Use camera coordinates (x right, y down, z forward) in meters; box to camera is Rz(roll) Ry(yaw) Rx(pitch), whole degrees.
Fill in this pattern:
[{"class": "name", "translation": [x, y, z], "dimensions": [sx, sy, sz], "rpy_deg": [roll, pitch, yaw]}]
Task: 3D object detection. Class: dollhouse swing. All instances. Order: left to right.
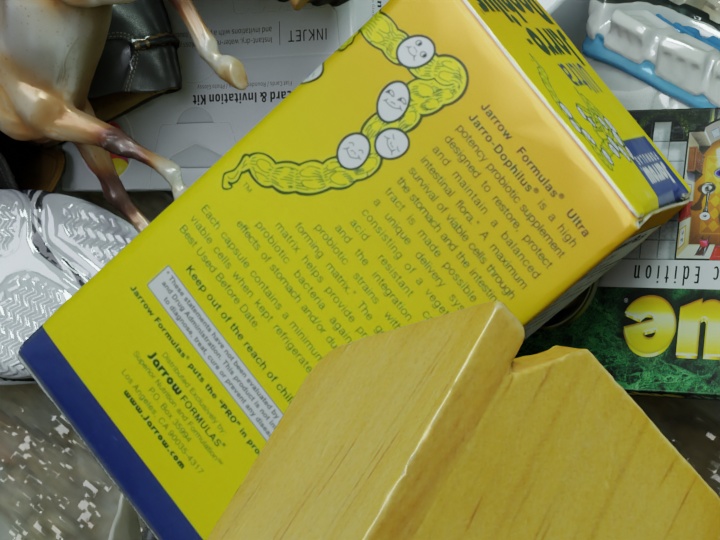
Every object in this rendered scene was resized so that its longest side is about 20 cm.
[{"class": "dollhouse swing", "translation": [0.005, 0.127, 0.714], "dimensions": [0.175, 0.200, 0.183], "rpy_deg": [5, 58, 50]}]

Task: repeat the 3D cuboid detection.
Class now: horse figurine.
[{"class": "horse figurine", "translation": [-0.098, -0.087, 0.776], "dimensions": [0.132, 0.050, 0.201], "rpy_deg": [35, 129, 9]}]

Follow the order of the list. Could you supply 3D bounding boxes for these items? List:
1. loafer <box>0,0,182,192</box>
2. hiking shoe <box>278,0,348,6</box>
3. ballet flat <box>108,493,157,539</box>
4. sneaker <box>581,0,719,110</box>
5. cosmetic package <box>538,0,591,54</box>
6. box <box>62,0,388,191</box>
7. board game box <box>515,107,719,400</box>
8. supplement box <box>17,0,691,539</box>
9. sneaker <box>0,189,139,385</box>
[{"class": "loafer", "translation": [-0.152, -0.057, 0.870], "dimensions": [0.200, 0.073, 0.073], "rpy_deg": [-37, 76, 34]}, {"class": "hiking shoe", "translation": [-0.071, -0.177, 0.808], "dimensions": [0.199, 0.076, 0.101], "rpy_deg": [28, 102, 20]}, {"class": "ballet flat", "translation": [-0.066, 0.078, 0.851], "dimensions": [0.068, 0.068, 0.202], "rpy_deg": [10, 80, 32]}, {"class": "sneaker", "translation": [0.164, -0.029, 0.808], "dimensions": [0.199, 0.075, 0.087], "rpy_deg": [30, 114, 19]}, {"class": "cosmetic package", "translation": [0.042, -0.180, 0.875], "dimensions": [0.101, 0.071, 0.200], "rpy_deg": [-44, 68, 3]}, {"class": "box", "translation": [-0.056, -0.134, 0.861], "dimensions": [0.155, 0.041, 0.202], "rpy_deg": [1, 93, 35]}, {"class": "board game box", "translation": [0.132, -0.006, 0.750], "dimensions": [0.199, 0.023, 0.106], "rpy_deg": [1, 81, 35]}, {"class": "supplement box", "translation": [0.000, 0.000, 0.737], "dimensions": [0.200, 0.109, 0.110], "rpy_deg": [-41, 83, 17]}, {"class": "sneaker", "translation": [-0.165, 0.016, 0.880], "dimensions": [0.198, 0.115, 0.076], "rpy_deg": [1, 77, 2]}]
